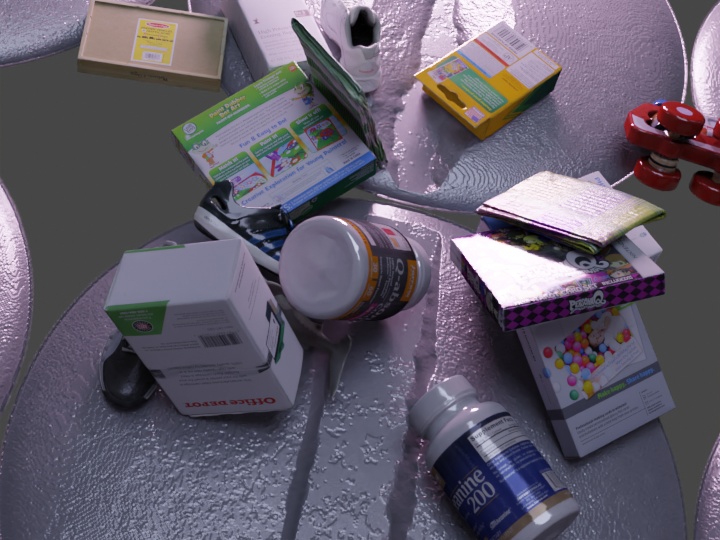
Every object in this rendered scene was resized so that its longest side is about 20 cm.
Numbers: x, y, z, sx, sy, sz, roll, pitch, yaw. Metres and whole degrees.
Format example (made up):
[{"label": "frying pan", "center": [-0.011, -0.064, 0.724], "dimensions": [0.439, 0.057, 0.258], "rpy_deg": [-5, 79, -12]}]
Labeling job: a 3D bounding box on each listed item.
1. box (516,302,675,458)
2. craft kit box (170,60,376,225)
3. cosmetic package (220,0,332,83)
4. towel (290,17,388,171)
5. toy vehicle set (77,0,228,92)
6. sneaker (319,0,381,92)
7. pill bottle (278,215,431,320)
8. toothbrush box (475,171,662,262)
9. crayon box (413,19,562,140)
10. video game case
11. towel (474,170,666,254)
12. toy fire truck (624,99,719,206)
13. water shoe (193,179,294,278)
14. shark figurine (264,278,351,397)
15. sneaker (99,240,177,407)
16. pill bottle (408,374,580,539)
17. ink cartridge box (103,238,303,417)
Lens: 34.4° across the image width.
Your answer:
[{"label": "box", "center": [0.276, 0.101, 1.394], "dimensions": [0.155, 0.041, 0.202], "rpy_deg": [-21, 89, -25]}, {"label": "craft kit box", "center": [-0.114, -0.155, 1.523], "dimensions": [0.199, 0.049, 0.198], "rpy_deg": [-32, 68, -15]}, {"label": "cosmetic package", "center": [-0.123, -0.343, 1.663], "dimensions": [0.101, 0.074, 0.201], "rpy_deg": [-14, 60, -21]}, {"label": "towel", "center": [-0.028, -0.225, 1.526], "dimensions": [0.023, 0.200, 0.153], "rpy_deg": [-37, 66, -5]}, {"label": "toy vehicle set", "center": [-0.290, -0.318, 1.638], "dimensions": [0.198, 0.027, 0.125], "rpy_deg": [8, 54, -6]}, {"label": "sneaker", "center": [-0.005, -0.359, 1.680], "dimensions": [0.077, 0.100, 0.201], "rpy_deg": [-8, 57, -17]}, {"label": "pill bottle", "center": [0.000, 0.000, 1.364], "dimensions": [0.117, 0.117, 0.199], "rpy_deg": [49, 20, 22]}, {"label": "toothbrush box", "center": [0.263, -0.024, 1.506], "dimensions": [0.199, 0.086, 0.147], "rpy_deg": [-22, 61, -24]}, {"label": "crayon box", "center": [0.181, -0.272, 1.687], "dimensions": [0.199, 0.052, 0.126], "rpy_deg": [-35, 68, -31]}, {"label": "video game case", "center": [0.226, -0.005, 1.363], "dimensions": [0.198, 0.036, 0.182], "rpy_deg": [-12, 30, -10]}, {"label": "towel", "center": [0.254, -0.073, 1.421], "dimensions": [0.143, 0.023, 0.199], "rpy_deg": [-27, 33, -36]}, {"label": "toy fire truck", "center": [0.473, -0.188, 1.668], "dimensions": [0.198, 0.113, 0.168], "rpy_deg": [16, 29, -1]}, {"label": "water shoe", "center": [-0.103, -0.039, 1.414], "dimensions": [0.199, 0.071, 0.079], "rpy_deg": [30, 86, -13]}, {"label": "shark figurine", "center": [-0.107, 0.064, 1.390], "dimensions": [0.214, 0.128, 0.090], "rpy_deg": [40, 81, -4]}, {"label": "sneaker", "center": [-0.249, 0.048, 1.330], "dimensions": [0.074, 0.116, 0.201], "rpy_deg": [13, 53, -2]}, {"label": "pill bottle", "center": [0.142, 0.219, 1.292], "dimensions": [0.110, 0.111, 0.200], "rpy_deg": [-25, 63, -26]}, {"label": "ink cartridge box", "center": [-0.163, 0.067, 1.261], "dimensions": [0.145, 0.201, 0.085], "rpy_deg": [-5, 49, 18]}]
